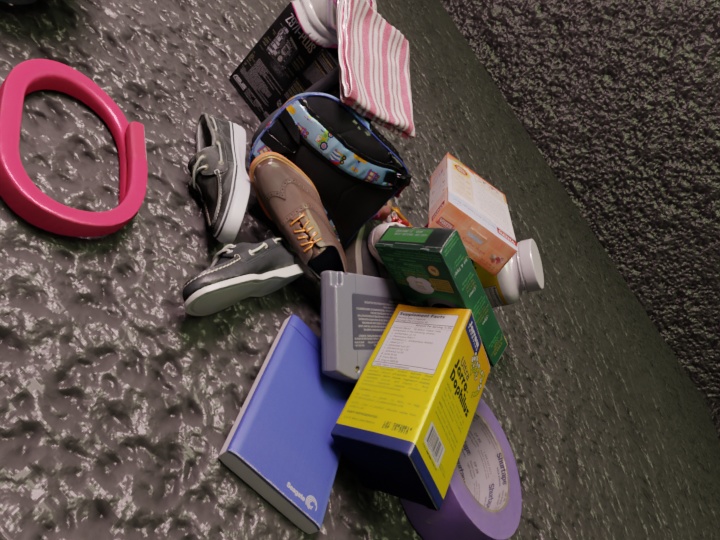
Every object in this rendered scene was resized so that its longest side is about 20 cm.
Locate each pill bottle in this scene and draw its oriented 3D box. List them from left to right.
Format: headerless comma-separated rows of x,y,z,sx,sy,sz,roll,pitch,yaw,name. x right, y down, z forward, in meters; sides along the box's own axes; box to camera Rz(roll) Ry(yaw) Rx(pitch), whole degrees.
0.218,0.010,0.970,0.112,0.194,0.117,35,48,-51,pill bottle

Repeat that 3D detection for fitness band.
-0.289,-0.123,0.549,0.141,0.037,0.206,17,49,-44,fitness band

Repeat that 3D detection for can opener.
-0.076,-0.231,0.787,0.054,0.196,0.067,55,27,-13,can opener

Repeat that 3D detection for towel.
0.029,-0.273,0.739,0.198,0.029,0.153,5,81,-59,towel

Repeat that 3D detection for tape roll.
0.134,0.270,0.752,0.198,0.084,0.205,34,39,-32,tape roll

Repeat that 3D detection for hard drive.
-0.068,0.162,0.616,0.132,0.025,0.202,47,33,-18,hard drive

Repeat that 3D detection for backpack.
-0.056,-0.150,0.752,0.198,0.182,0.136,36,19,-33,backpack

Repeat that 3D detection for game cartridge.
0.016,0.078,0.713,0.197,0.040,0.139,11,79,-54,game cartridge

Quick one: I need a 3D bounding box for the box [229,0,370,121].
-0.080,-0.283,0.858,0.202,0.162,0.086,50,32,-9,box

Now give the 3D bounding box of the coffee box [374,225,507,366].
0.108,0.033,0.718,0.044,0.121,0.203,-47,123,-26,coffee box

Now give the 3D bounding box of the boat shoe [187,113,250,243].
-0.181,-0.117,0.674,0.069,0.072,0.204,18,40,-31,boat shoe

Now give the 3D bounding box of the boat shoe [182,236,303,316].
-0.138,0.000,0.622,0.062,0.074,0.199,60,19,6,boat shoe

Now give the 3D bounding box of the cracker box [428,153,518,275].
0.176,-0.097,0.878,0.132,0.058,0.202,33,30,-11,cracker box

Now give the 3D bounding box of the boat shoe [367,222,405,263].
0.104,-0.009,0.787,0.197,0.069,0.073,34,73,-15,boat shoe

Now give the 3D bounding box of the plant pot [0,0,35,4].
-0.366,-0.372,0.560,0.198,0.133,0.205,35,37,-31,plant pot

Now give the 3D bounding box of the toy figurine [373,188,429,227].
0.058,-0.080,0.907,0.185,0.149,0.200,48,37,-3,toy figurine

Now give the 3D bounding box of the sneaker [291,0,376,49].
-0.004,-0.358,0.791,0.197,0.087,0.084,0,62,-54,sneaker

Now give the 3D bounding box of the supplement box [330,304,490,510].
0.069,0.154,0.656,0.202,0.106,0.112,-57,134,-36,supplement box

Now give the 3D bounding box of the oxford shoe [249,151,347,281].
-0.067,-0.057,0.680,0.202,0.070,0.073,54,0,-35,oxford shoe

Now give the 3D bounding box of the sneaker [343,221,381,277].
0.000,0.000,0.827,0.106,0.073,0.205,47,32,-37,sneaker
